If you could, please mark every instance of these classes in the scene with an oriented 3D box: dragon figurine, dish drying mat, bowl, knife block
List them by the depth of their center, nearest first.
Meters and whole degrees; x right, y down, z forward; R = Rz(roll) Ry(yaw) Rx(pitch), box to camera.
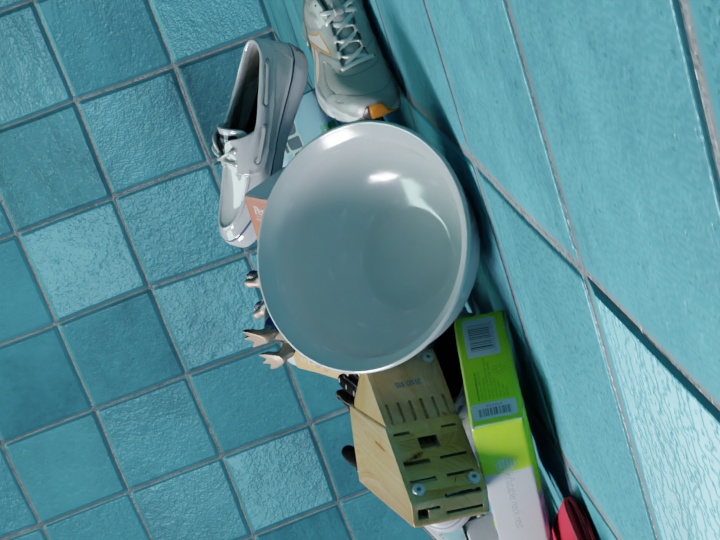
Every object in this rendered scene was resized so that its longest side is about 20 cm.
[{"bbox_3d":[0.021,-0.015,1.076,0.090,0.201,0.202,9,-125,-56],"label":"bowl"},{"bbox_3d":[0.183,0.243,1.116,0.200,0.018,0.077,78,172,-68],"label":"dish drying mat"},{"bbox_3d":[0.034,0.157,1.116,0.176,0.064,0.200,99,157,-50],"label":"knife block"},{"bbox_3d":[-0.037,0.033,1.170,0.059,0.199,0.100,53,-133,-33],"label":"dragon figurine"}]

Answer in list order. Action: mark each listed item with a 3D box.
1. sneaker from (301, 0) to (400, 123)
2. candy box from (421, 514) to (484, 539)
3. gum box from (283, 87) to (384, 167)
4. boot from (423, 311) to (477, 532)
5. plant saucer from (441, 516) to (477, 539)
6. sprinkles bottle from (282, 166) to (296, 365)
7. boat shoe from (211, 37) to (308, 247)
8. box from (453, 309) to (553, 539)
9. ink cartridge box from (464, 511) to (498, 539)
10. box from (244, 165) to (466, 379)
[{"bbox_3d":[-0.019,-0.218,1.233,0.092,0.075,0.200,79,171,-45],"label":"sneaker"},{"bbox_3d":[0.122,0.302,1.528,0.200,0.061,0.136,46,178,-1],"label":"candy box"},{"bbox_3d":[-0.037,-0.096,1.362,0.200,0.044,0.170,-15,100,53],"label":"gum box"},{"bbox_3d":[0.071,0.134,1.183,0.096,0.073,0.201,19,-104,-71],"label":"boot"},{"bbox_3d":[0.084,0.196,1.337,0.200,0.027,0.201,-15,-90,-83],"label":"plant saucer"},{"bbox_3d":[-0.060,-0.003,1.355,0.068,0.068,0.201,-116,15,-65],"label":"sprinkles bottle"},{"bbox_3d":[-0.111,-0.123,1.270,0.073,0.065,0.201,18,97,49],"label":"boat shoe"},{"bbox_3d":[0.121,0.146,1.103,0.122,0.047,0.200,-96,-8,-48],"label":"box"},{"bbox_3d":[0.157,0.297,1.278,0.200,0.066,0.116,62,-174,-58],"label":"ink cartridge box"},{"bbox_3d":[0.000,0.000,1.257,0.152,0.106,0.201,13,130,42],"label":"box"}]
